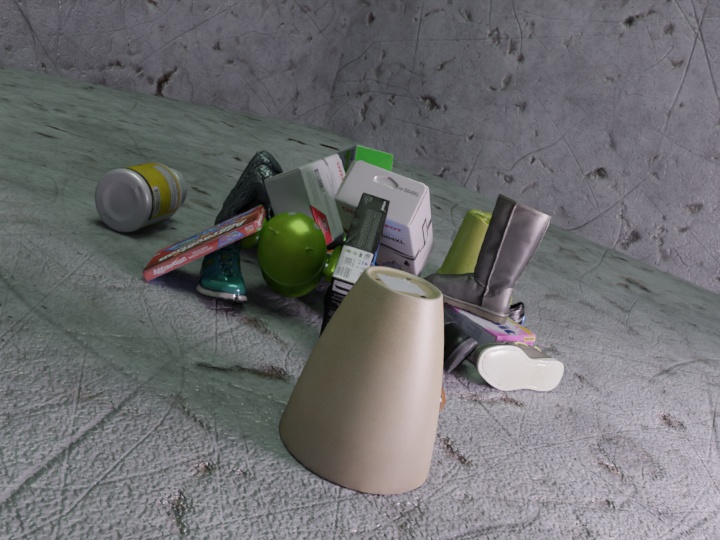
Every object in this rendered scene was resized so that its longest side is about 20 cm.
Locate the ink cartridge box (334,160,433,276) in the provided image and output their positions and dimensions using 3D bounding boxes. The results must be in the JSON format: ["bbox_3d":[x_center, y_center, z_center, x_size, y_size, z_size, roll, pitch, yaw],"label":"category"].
[{"bbox_3d":[0.045,-0.082,1.250,0.143,0.086,0.201,21,-22,19],"label":"ink cartridge box"}]

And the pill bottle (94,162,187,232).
[{"bbox_3d":[-0.403,-0.143,1.363,0.108,0.114,0.200,19,15,7],"label":"pill bottle"}]

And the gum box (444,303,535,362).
[{"bbox_3d":[0.205,0.104,1.284,0.111,0.068,0.199,1,23,-41],"label":"gum box"}]

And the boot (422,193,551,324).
[{"bbox_3d":[0.212,-0.031,1.243,0.177,0.205,0.073,19,17,9],"label":"boot"}]

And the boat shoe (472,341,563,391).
[{"bbox_3d":[0.246,0.151,1.171,0.198,0.074,0.060,15,13,-37],"label":"boat shoe"}]

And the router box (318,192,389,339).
[{"bbox_3d":[-0.009,0.003,1.095,0.050,0.152,0.203,16,43,2],"label":"router box"}]

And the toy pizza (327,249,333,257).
[{"bbox_3d":[0.000,0.000,1.335,0.196,0.032,0.200,25,-8,4],"label":"toy pizza"}]

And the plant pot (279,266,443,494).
[{"bbox_3d":[0.020,0.108,0.814,0.182,0.205,0.188,16,16,-5],"label":"plant pot"}]

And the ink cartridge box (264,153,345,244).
[{"bbox_3d":[-0.087,-0.128,1.371,0.082,0.148,0.200,-13,11,23],"label":"ink cartridge box"}]

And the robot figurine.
[{"bbox_3d":[-0.113,-0.024,1.196,0.171,0.118,0.200,23,-14,1],"label":"robot figurine"}]

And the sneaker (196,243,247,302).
[{"bbox_3d":[-0.222,-0.006,1.157,0.075,0.082,0.200,10,18,-23],"label":"sneaker"}]

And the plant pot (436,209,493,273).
[{"bbox_3d":[0.265,-0.023,1.563,0.195,0.189,0.201,16,16,-5],"label":"plant pot"}]

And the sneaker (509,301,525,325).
[{"bbox_3d":[0.234,0.060,1.437,0.195,0.085,0.071,20,15,8],"label":"sneaker"}]

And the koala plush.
[{"bbox_3d":[-0.172,-0.100,1.451,0.198,0.185,0.178,35,15,-20],"label":"koala plush"}]

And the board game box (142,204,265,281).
[{"bbox_3d":[-0.245,-0.046,1.147,0.195,0.020,0.103,-24,19,5],"label":"board game box"}]

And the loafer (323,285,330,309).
[{"bbox_3d":[0.015,0.068,1.186,0.067,0.072,0.199,-1,24,-47],"label":"loafer"}]

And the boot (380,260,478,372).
[{"bbox_3d":[0.097,0.063,1.146,0.201,0.065,0.165,49,2,12],"label":"boot"}]

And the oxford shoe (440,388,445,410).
[{"bbox_3d":[0.065,0.139,1.011,0.070,0.073,0.199,13,15,-35],"label":"oxford shoe"}]

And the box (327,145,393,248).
[{"bbox_3d":[-0.020,-0.151,1.568,0.094,0.207,0.176,10,-4,-23],"label":"box"}]
